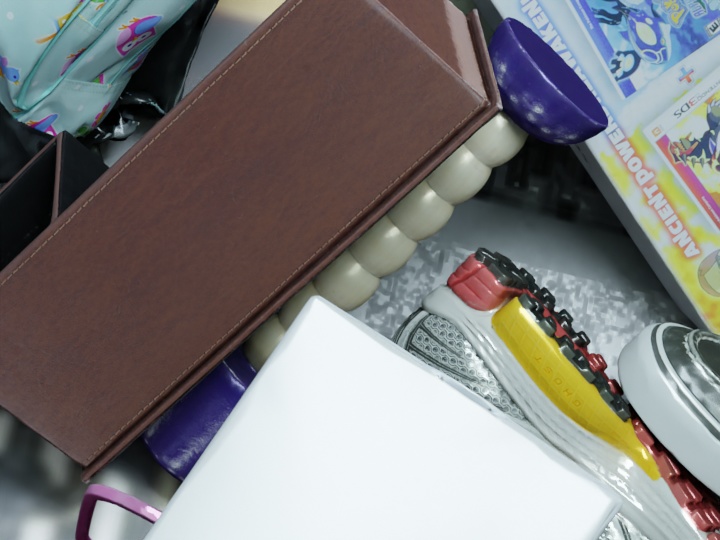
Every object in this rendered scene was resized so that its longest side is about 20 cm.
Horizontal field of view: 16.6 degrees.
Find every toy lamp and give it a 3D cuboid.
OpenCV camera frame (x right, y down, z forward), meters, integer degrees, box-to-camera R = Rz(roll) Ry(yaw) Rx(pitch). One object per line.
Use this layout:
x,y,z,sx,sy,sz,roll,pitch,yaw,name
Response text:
0.000,0.000,0.867,0.200,0.058,0.058,-43,85,17,toy lamp

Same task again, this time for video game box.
0.147,-0.104,0.902,0.182,0.047,0.200,-38,113,-4,video game box

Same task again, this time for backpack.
-0.100,-0.142,0.861,0.167,0.127,0.200,46,107,0,backpack

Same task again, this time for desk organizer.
-0.053,-0.029,0.834,0.200,0.072,0.077,-42,116,19,desk organizer

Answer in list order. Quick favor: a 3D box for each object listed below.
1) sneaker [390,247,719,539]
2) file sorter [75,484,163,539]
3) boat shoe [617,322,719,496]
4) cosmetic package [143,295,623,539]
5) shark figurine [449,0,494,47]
0.081,0.090,0.900,0.082,0.078,0.200,-40,89,10,sneaker
-0.085,0.187,0.803,0.125,0.139,0.201,28,73,0,file sorter
0.188,0.065,0.902,0.199,0.064,0.071,29,33,-12,boat shoe
-0.025,0.122,0.717,0.113,0.081,0.200,35,72,5,cosmetic package
0.011,-0.165,0.934,0.128,0.090,0.215,-12,117,23,shark figurine
